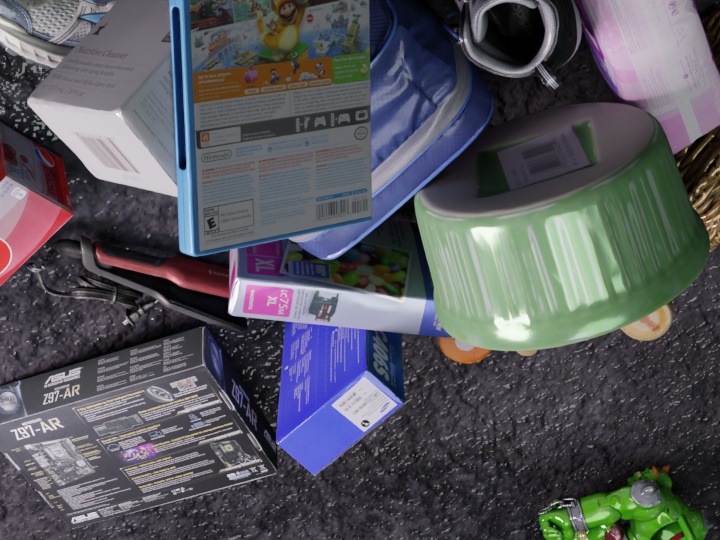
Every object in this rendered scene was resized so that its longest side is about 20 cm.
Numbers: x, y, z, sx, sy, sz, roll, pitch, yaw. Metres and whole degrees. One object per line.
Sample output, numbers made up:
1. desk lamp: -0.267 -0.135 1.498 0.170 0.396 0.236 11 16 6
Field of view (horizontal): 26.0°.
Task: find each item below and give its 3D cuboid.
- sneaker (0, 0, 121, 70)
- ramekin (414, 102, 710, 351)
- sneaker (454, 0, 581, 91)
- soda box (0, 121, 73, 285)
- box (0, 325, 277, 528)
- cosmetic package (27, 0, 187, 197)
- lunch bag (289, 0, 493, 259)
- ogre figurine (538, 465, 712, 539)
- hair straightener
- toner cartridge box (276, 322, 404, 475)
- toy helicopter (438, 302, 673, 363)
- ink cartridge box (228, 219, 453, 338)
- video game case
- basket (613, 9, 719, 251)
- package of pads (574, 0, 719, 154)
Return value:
1. sneaker: -0.178 -0.177 1.041 0.200 0.078 0.086 16 113 -38
2. ramekin: 0.134 -0.038 1.088 0.200 0.200 0.098 -20 114 0
3. sneaker: 0.076 -0.204 1.021 0.075 0.114 0.200 -36 104 19
4. soda box: -0.300 -0.012 1.142 0.200 0.070 0.063 -41 132 20
5. box: -0.190 0.137 1.312 0.200 0.044 0.160 -17 135 11
6. cosmetic package: -0.099 -0.147 0.988 0.200 0.113 0.081 -54 129 -20
7. lunch bag: -0.005 -0.117 1.099 0.200 0.136 0.132 -39 132 16
8. ogre figurine: 0.275 0.260 1.572 0.120 0.098 0.200 -29 124 24
9. hair straightener: -0.174 0.021 1.233 0.200 0.041 0.077 12 127 -34
10. toner cartridge box: -0.015 0.065 1.217 0.095 0.200 0.043 -39 112 19
11. toy helicopter: 0.161 0.013 1.289 0.200 0.079 0.132 9 116 1
12. ink cartridge box: 0.000 0.000 1.194 0.200 0.119 0.042 8 120 -10
13. video game case: -0.052 -0.118 0.951 0.143 0.018 0.200 -13 109 -38
14. basket: 0.277 -0.073 1.229 0.149 0.143 0.200 30 117 -36
15. package of pads: 0.193 -0.188 1.109 0.076 0.121 0.200 -28 135 5
